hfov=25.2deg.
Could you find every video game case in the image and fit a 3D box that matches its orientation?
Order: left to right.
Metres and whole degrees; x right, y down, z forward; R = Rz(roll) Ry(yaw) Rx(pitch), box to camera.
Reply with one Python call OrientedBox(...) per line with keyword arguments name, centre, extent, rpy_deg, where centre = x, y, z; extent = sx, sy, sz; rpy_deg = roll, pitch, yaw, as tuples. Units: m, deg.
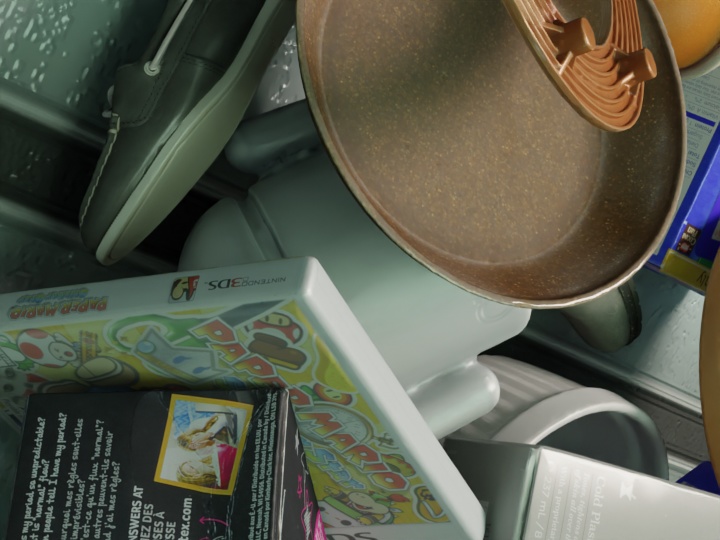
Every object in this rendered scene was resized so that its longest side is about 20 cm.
OrientedBox(name="video game case", centre=(-0.062, 0.070, 0.698), extent=(0.201, 0.180, 0.023), rpy_deg=(57, 35, -45))

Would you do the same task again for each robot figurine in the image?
OrientedBox(name="robot figurine", centre=(0.000, 0.000, 0.736), extent=(0.198, 0.171, 0.113), rpy_deg=(-25, 173, -6))

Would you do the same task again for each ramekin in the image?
OrientedBox(name="ramekin", centre=(0.074, 0.144, 0.918), extent=(0.199, 0.105, 0.202), rpy_deg=(-23, 126, -35))

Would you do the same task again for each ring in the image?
OrientedBox(name="ring", centre=(0.075, -0.151, 0.623), extent=(0.200, 0.019, 0.202), rpy_deg=(44, 38, -47))

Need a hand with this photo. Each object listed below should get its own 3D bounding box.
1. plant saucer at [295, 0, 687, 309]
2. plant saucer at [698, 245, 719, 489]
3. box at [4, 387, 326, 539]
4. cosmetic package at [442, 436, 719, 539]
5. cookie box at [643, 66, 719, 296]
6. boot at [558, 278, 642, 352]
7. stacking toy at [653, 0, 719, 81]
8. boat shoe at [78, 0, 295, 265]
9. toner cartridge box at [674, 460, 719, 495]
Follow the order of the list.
OrientedBox(name="plant saucer", centre=(0.052, -0.078, 0.678), extent=(0.199, 0.037, 0.203), rpy_deg=(10, 71, -30))
OrientedBox(name="plant saucer", centre=(0.255, 0.060, 0.932), extent=(0.199, 0.037, 0.203), rpy_deg=(7, 81, -52))
OrientedBox(name="box", centre=(-0.076, 0.158, 0.682), extent=(0.201, 0.113, 0.133), rpy_deg=(80, 10, -53))
OrientedBox(name="cosmetic package", centre=(0.129, 0.155, 0.802), extent=(0.198, 0.090, 0.108), rpy_deg=(15, 80, -28))
OrientedBox(name="cookie box", centre=(0.238, -0.082, 0.983), extent=(0.170, 0.075, 0.202), rpy_deg=(20, 97, -48))
OrientedBox(name="boot", centre=(0.068, 0.008, 0.879), extent=(0.131, 0.068, 0.200), rpy_deg=(-46, 129, -10))
OrientedBox(name="stacking toy", centre=(0.084, -0.158, 0.767), extent=(0.198, 0.146, 0.148), rpy_deg=(-8, 118, -26))
OrientedBox(name="boat shoe", centre=(-0.069, -0.098, 0.689), extent=(0.201, 0.057, 0.067), rpy_deg=(-56, 173, -1))
OrientedBox(name="toner cartridge box", centre=(0.148, 0.197, 0.910), extent=(0.199, 0.043, 0.096), rpy_deg=(-28, 127, -32))
